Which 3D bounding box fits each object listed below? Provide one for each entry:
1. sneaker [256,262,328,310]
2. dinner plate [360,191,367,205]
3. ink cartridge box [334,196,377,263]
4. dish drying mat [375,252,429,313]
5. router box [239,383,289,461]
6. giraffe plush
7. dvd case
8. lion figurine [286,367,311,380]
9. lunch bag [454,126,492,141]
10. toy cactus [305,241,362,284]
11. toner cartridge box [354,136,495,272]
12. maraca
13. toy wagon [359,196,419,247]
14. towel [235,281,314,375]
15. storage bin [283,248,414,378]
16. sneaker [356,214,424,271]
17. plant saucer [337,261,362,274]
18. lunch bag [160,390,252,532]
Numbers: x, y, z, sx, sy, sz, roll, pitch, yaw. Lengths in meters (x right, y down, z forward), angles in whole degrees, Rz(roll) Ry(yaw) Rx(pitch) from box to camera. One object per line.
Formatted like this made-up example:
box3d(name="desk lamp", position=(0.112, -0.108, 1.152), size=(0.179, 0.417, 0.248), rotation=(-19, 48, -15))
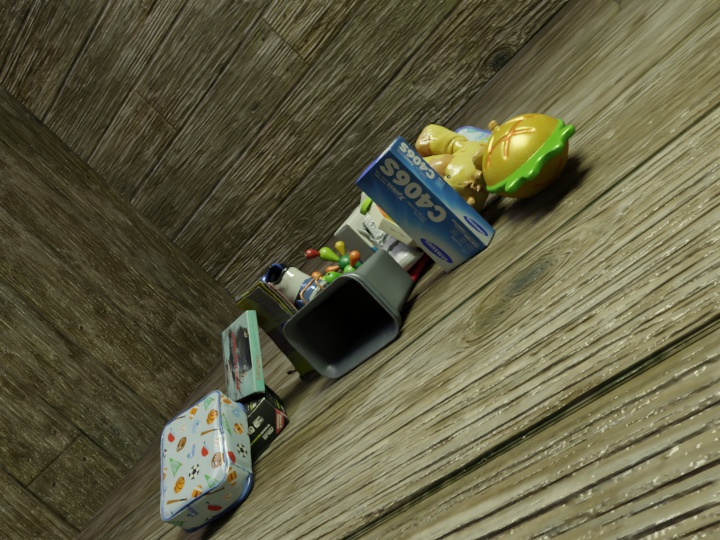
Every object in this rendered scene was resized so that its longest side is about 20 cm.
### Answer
box3d(name="sneaker", position=(-0.130, 0.046, 1.172), size=(0.081, 0.115, 0.200), rotation=(-47, -11, -33))
box3d(name="dinner plate", position=(0.080, -0.158, 1.487), size=(0.024, 0.200, 0.200), rotation=(13, 56, 48))
box3d(name="ink cartridge box", position=(0.065, -0.104, 1.372), size=(0.200, 0.146, 0.084), rotation=(-50, 8, -27))
box3d(name="dish drying mat", position=(0.093, 0.003, 1.161), size=(0.077, 0.018, 0.200), rotation=(-40, 10, 46))
box3d(name="router box", position=(-0.209, 0.291, 1.175), size=(0.150, 0.062, 0.200), rotation=(-47, 8, -7))
box3d(name="giraffe plush", position=(0.161, -0.147, 1.038), size=(0.199, 0.173, 0.162), rotation=(-8, 19, 21))
box3d(name="dvd case", position=(-0.223, 0.168, 1.198), size=(0.022, 0.147, 0.200), rotation=(-2, -15, -25))
box3d(name="lion figurine", position=(-0.070, 0.125, 1.242), size=(0.200, 0.072, 0.122), rotation=(-46, -1, 43))
box3d(name="lunch bag", position=(0.189, -0.193, 1.277), size=(0.170, 0.128, 0.200), rotation=(-46, 19, -28))
box3d(name="toy cactus", position=(0.000, 0.000, 1.216), size=(0.200, 0.164, 0.103), rotation=(26, 111, 48))
box3d(name="toner cartridge box", position=(0.095, -0.095, 0.956), size=(0.095, 0.200, 0.043), rotation=(-38, 12, 48))
box3d(name="maraca", position=(0.229, -0.155, 0.879), size=(0.137, 0.107, 0.200), rotation=(-48, 7, 11))
box3d(name="toy wagon", position=(0.092, -0.102, 1.165), size=(0.040, 0.155, 0.200), rotation=(-65, -9, 30))
box3d(name="towel", position=(-0.138, 0.106, 1.154), size=(0.023, 0.200, 0.143), rotation=(-48, 13, -35))
box3d(name="storage bin", position=(-0.015, 0.054, 1.035), size=(0.200, 0.146, 0.134), rotation=(-41, 6, 38))
box3d(name="sneaker", position=(0.050, -0.055, 1.183), size=(0.075, 0.115, 0.200), rotation=(-46, 7, 8))
box3d(name="plant saucer", position=(-0.027, 0.009, 1.466), size=(0.200, 0.032, 0.200), rotation=(-46, 6, 7))
box3d(name="lunch bag", position=(-0.252, 0.300, 1.024), size=(0.160, 0.076, 0.200), rotation=(-37, 38, 15))
